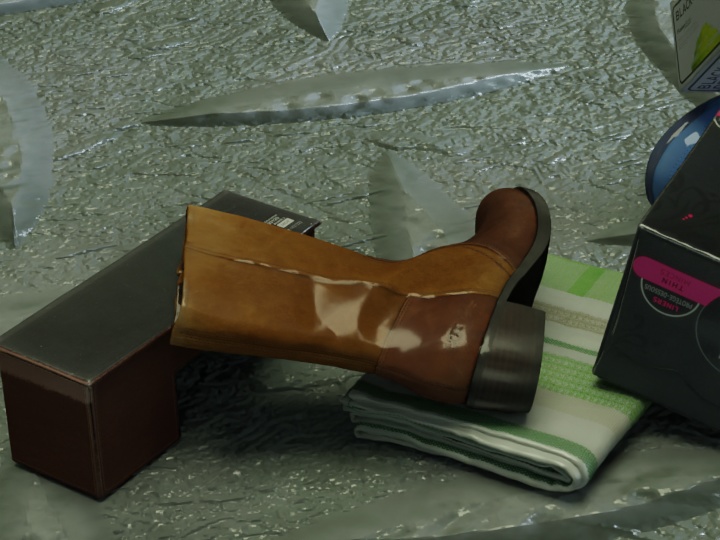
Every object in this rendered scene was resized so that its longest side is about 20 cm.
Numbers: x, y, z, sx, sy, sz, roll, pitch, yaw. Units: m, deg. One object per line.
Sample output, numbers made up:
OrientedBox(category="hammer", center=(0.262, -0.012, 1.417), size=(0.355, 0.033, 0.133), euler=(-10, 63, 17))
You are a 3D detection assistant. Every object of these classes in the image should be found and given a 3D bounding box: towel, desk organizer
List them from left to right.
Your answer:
OrientedBox(category="desk organizer", center=(-0.107, 0.037, 1.302), size=(0.072, 0.077, 0.200), euler=(19, 36, 31))
OrientedBox(category="towel", center=(0.100, 0.052, 1.314), size=(0.149, 0.031, 0.200), euler=(16, 33, 25))

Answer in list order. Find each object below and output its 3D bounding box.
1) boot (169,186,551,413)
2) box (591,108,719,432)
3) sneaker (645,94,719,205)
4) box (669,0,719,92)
OrientedBox(category="boot", center=(0.000, 0.000, 1.291), size=(0.200, 0.069, 0.188), euler=(11, 42, -1))
OrientedBox(category="box", center=(0.224, -0.008, 1.296), size=(0.122, 0.106, 0.200), euler=(24, 37, 13))
OrientedBox(category="sneaker", center=(0.274, -0.068, 1.453), size=(0.200, 0.074, 0.082), euler=(-12, 33, -12))
OrientedBox(category="box", center=(0.299, -0.151, 1.416), size=(0.199, 0.060, 0.117), euler=(0, -14, -12))
